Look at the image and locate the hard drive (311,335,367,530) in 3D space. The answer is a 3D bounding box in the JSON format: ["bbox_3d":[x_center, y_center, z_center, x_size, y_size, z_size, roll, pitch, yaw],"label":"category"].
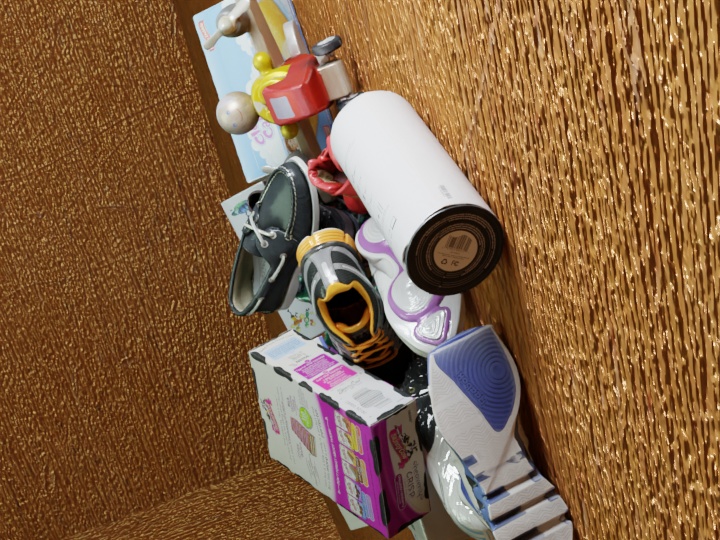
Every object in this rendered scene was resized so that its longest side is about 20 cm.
[{"bbox_3d":[-0.025,0.177,1.465,0.201,0.025,0.132,63,154,4],"label":"hard drive"}]

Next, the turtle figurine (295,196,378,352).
[{"bbox_3d":[0.000,0.000,1.460,0.150,0.100,0.200,-57,22,24],"label":"turtle figurine"}]

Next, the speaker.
[{"bbox_3d":[0.039,-0.066,1.083,0.200,0.081,0.081,-120,14,-54],"label":"speaker"}]

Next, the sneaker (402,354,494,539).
[{"bbox_3d":[0.091,0.170,1.325,0.073,0.072,0.201,70,180,-60],"label":"sneaker"}]

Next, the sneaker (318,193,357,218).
[{"bbox_3d":[-0.040,-0.054,1.670,0.098,0.071,0.201,-121,13,-47],"label":"sneaker"}]

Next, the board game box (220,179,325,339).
[{"bbox_3d":[-0.097,-0.013,1.739,0.201,0.064,0.148,61,-177,-3],"label":"board game box"}]

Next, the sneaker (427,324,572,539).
[{"bbox_3d":[0.103,0.152,1.152,0.115,0.080,0.200,148,101,-80],"label":"sneaker"}]

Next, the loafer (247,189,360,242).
[{"bbox_3d":[-0.065,-0.045,1.445,0.072,0.063,0.200,-66,27,3],"label":"loafer"}]

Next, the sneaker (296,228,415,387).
[{"bbox_3d":[-0.002,0.053,1.325,0.200,0.078,0.077,55,-170,-37],"label":"sneaker"}]

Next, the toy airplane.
[{"bbox_3d":[-0.085,-0.187,1.414,0.200,0.141,0.199,62,175,27],"label":"toy airplane"}]

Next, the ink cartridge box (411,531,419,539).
[{"bbox_3d":[0.055,0.238,1.818,0.200,0.047,0.198,79,168,-50],"label":"ink cartridge box"}]

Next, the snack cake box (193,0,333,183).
[{"bbox_3d":[-0.104,-0.209,1.567,0.115,0.067,0.201,-18,-91,-59],"label":"snack cake box"}]

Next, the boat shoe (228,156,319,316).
[{"bbox_3d":[-0.091,-0.027,1.388,0.076,0.060,0.201,50,142,36],"label":"boat shoe"}]

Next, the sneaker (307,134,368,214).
[{"bbox_3d":[-0.011,-0.100,1.323,0.200,0.085,0.077,105,146,-75],"label":"sneaker"}]

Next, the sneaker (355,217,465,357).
[{"bbox_3d":[0.059,0.024,1.256,0.100,0.075,0.200,60,-176,-35],"label":"sneaker"}]

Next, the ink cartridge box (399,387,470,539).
[{"bbox_3d":[0.070,0.203,1.483,0.200,0.083,0.147,-169,61,-80],"label":"ink cartridge box"}]

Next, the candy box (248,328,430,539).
[{"bbox_3d":[-0.021,0.157,1.353,0.200,0.061,0.137,26,133,46],"label":"candy box"}]

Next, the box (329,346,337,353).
[{"bbox_3d":[-0.002,0.093,1.582,0.143,0.036,0.200,-64,12,-1],"label":"box"}]
